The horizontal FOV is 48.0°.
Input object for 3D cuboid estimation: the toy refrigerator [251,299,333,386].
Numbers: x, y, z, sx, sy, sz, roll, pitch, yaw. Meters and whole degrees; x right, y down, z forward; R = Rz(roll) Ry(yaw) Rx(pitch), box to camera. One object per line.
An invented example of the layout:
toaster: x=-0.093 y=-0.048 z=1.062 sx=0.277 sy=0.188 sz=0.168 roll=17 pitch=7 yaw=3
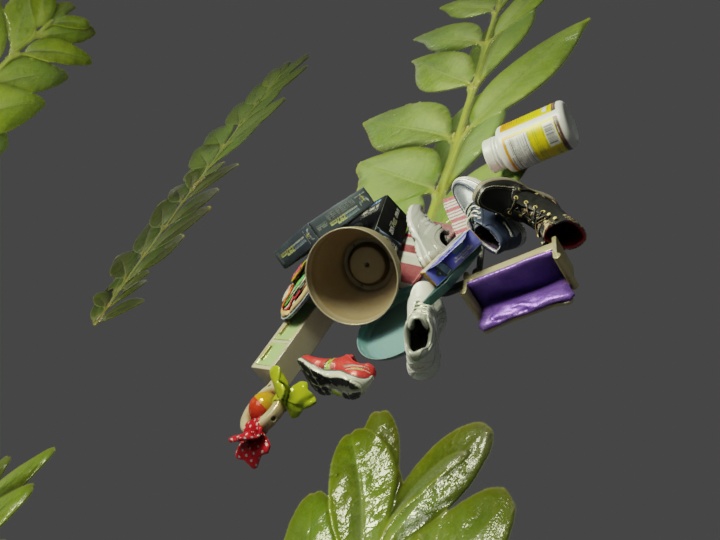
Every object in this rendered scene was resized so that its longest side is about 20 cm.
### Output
toy refrigerator: x=-0.147 y=0.156 z=1.778 sx=0.075 sy=0.070 sz=0.201 roll=0 pitch=47 yaw=48

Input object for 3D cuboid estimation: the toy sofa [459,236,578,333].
toy sofa: x=0.285 y=0.028 z=1.464 sx=0.199 sy=0.083 sz=0.098 roll=-23 pitch=31 yaw=26

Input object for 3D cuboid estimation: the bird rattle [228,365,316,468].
bird rattle: x=-0.188 y=0.294 z=1.638 sx=0.201 sy=0.112 sz=0.163 roll=-56 pitch=20 yaw=-6

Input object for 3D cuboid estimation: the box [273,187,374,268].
box: x=-0.079 y=-0.094 z=1.779 sx=0.200 sy=0.051 sz=0.157 roll=-38 pitch=1 yaw=-42

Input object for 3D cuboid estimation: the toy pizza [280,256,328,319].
toy pizza: x=-0.128 y=0.019 z=1.806 sx=0.201 sy=0.032 sz=0.201 roll=-52 pitch=14 yaw=19

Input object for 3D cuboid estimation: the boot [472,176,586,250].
boot: x=0.322 y=-0.106 z=1.535 sx=0.074 sy=0.198 sz=0.151 roll=-65 pitch=28 yaw=21

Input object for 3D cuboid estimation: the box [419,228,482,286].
box: x=0.173 y=-0.023 z=1.565 sx=0.119 sy=0.042 sz=0.200 roll=-44 pitch=1 yaw=1

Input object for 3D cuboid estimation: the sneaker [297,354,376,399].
sneaker: x=-0.044 y=0.202 z=1.612 sx=0.199 sy=0.078 sz=0.085 roll=11 pitch=42 yaw=45

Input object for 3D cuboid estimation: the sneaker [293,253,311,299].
sneaker: x=-0.122 y=-0.005 z=1.983 sx=0.080 sy=0.071 sz=0.201 roll=-15 pitch=36 yaw=39

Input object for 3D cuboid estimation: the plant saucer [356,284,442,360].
plant saucer: x=0.083 y=0.109 z=1.633 sx=0.199 sy=0.028 sz=0.201 roll=-28 pitch=30 yaw=17

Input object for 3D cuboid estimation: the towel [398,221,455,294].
towel: x=0.119 y=-0.031 z=1.801 sx=0.200 sy=0.023 sz=0.143 roll=-51 pitch=33 yaw=-19

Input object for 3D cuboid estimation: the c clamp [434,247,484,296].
c clamp: x=0.226 y=-0.028 z=1.668 sx=0.170 sy=0.027 sz=0.201 roll=-17 pitch=34 yaw=32

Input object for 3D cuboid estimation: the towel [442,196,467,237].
towel: x=0.261 y=-0.130 z=1.753 sx=0.145 sy=0.030 sz=0.201 roll=-22 pitch=29 yaw=8

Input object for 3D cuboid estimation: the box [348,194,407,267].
box: x=0.000 y=-0.058 z=1.871 sx=0.199 sy=0.086 sz=0.165 roll=-28 pitch=29 yaw=38

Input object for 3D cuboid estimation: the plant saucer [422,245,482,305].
plant saucer: x=0.180 y=0.007 z=1.544 sx=0.070 sy=0.019 sz=0.200 roll=-46 pitch=-3 yaw=36

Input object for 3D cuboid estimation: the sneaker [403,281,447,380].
sneaker: x=0.117 y=0.094 z=1.499 sx=0.077 sy=0.100 sz=0.202 roll=-6 pitch=54 yaw=11

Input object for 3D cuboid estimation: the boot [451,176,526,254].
boot: x=0.238 y=-0.114 z=1.619 sx=0.090 sy=0.073 sz=0.200 roll=-18 pitch=53 yaw=-44

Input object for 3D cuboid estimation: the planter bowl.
planter bowl: x=0.000 y=0.000 z=1.688 sx=0.199 sy=0.202 sz=0.135 roll=-25 pitch=3 yaw=21

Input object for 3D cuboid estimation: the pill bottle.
pill bottle: x=0.374 y=-0.288 z=1.793 sx=0.198 sy=0.110 sz=0.110 roll=-20 pitch=33 yaw=28

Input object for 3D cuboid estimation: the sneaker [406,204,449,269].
sneaker: x=0.154 y=-0.073 z=1.747 sx=0.081 sy=0.075 sz=0.201 roll=-22 pitch=45 yaw=9
